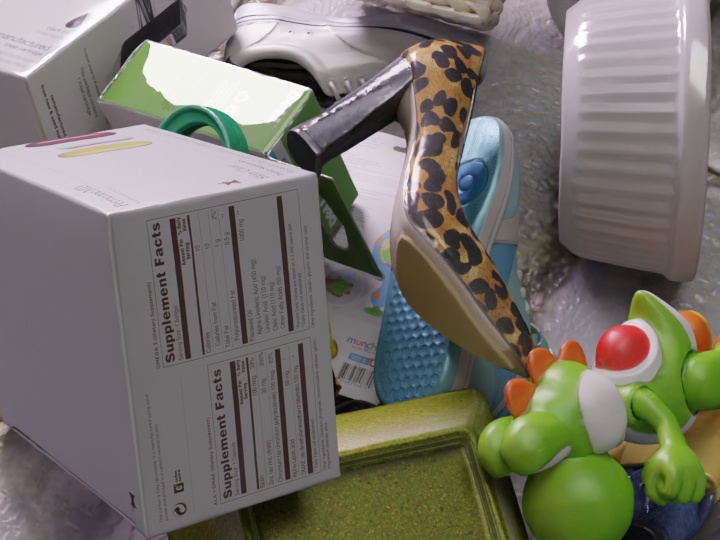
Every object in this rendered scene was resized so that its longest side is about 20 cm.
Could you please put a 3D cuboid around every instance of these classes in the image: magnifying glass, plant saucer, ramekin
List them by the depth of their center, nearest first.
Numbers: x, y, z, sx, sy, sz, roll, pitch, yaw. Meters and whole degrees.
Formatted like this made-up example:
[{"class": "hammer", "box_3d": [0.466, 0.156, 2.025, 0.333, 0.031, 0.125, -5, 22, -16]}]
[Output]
[{"class": "plant saucer", "box_3d": [0.010, 0.166, 0.814, 0.198, 0.048, 0.202, -10, 71, -19]}, {"class": "magnifying glass", "box_3d": [-0.079, -0.010, 0.890, 0.022, 0.080, 0.201, 12, 45, -46]}, {"class": "ramekin", "box_3d": [0.183, -0.097, 1.055, 0.093, 0.204, 0.204, 3, 48, 9]}]

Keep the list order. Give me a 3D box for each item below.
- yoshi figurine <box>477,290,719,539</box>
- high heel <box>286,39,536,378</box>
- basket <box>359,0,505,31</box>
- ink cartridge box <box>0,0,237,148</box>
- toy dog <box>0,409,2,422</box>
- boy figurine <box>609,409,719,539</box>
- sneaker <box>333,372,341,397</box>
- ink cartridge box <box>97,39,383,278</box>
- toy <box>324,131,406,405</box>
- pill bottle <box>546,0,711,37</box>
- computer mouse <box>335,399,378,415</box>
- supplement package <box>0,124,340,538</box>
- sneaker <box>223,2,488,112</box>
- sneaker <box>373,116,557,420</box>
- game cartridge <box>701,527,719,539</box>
[{"class": "yoshi figurine", "box_3d": [0.148, 0.095, 0.867, 0.199, 0.113, 0.112, -19, 57, -36]}, {"class": "high heel", "box_3d": [0.070, -0.045, 0.899, 0.142, 0.072, 0.200, -34, 75, -25]}, {"class": "basket", "box_3d": [0.056, -0.250, 1.153, 0.134, 0.125, 0.200, 15, 9, 4]}, {"class": "ink cartridge box", "box_3d": [-0.205, -0.167, 1.101, 0.143, 0.084, 0.200, 17, 46, 32]}, {"class": "toy dog", "box_3d": [-0.152, 0.016, 0.945, 0.200, 0.096, 0.132, -41, 100, -21]}, {"class": "boy figurine", "box_3d": [0.194, 0.118, 0.943, 0.123, 0.065, 0.200, -7, 22, 41]}, {"class": "sneaker", "box_3d": [-0.050, 0.043, 0.935, 0.089, 0.070, 0.203, 15, 80, -34]}, {"class": "ink cartridge box", "box_3d": [-0.066, -0.073, 1.011, 0.199, 0.104, 0.060, 20, 62, 32]}, {"class": "toy", "box_3d": [0.000, 0.000, 1.032, 0.114, 0.047, 0.201, 15, 56, 20]}, {"class": "pill bottle", "box_3d": [0.242, -0.254, 1.247, 0.109, 0.110, 0.200, 34, 53, 20]}, {"class": "computer mouse", "box_3d": [0.007, 0.173, 0.880, 0.140, 0.046, 0.201, -27, 77, -39]}, {"class": "supplement package", "box_3d": [-0.111, 0.019, 0.800, 0.110, 0.158, 0.199, -14, 18, -30]}, {"class": "sneaker", "box_3d": [-0.006, -0.145, 1.153, 0.198, 0.073, 0.071, 6, 58, 9]}, {"class": "sneaker", "box_3d": [0.081, 0.016, 0.977, 0.079, 0.130, 0.202, -2, 64, 44]}, {"class": "game cartridge", "box_3d": [0.219, 0.190, 0.865, 0.199, 0.041, 0.133, -29, 21, -32]}]
